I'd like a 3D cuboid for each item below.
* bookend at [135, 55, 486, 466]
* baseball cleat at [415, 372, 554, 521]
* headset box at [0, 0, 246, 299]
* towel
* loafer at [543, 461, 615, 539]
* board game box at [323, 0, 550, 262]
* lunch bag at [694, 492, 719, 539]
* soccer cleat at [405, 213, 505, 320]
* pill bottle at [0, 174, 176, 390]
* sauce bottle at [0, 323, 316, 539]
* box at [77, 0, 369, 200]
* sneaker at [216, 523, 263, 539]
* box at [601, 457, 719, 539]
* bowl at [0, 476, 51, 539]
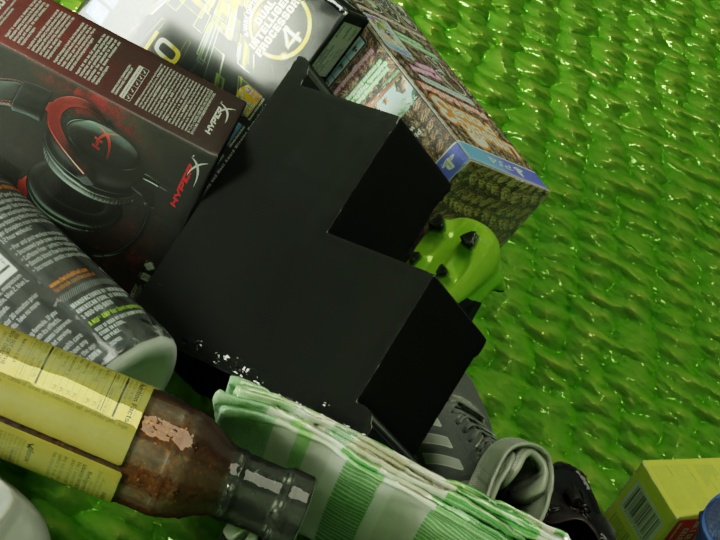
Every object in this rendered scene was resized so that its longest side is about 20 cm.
[{"bbox_3d":[0.000,0.000,1.055,0.198,0.201,0.092,20,-18,38],"label":"bookend"},{"bbox_3d":[0.077,0.117,1.109,0.069,0.106,0.201,28,36,-26],"label":"baseball cleat"},{"bbox_3d":[-0.193,-0.078,1.119,0.199,0.149,0.075,28,34,-5],"label":"headset box"},{"bbox_3d":[0.007,0.133,0.975,0.199,0.153,0.023,26,61,5],"label":"towel"},{"bbox_3d":[0.131,0.182,1.104,0.072,0.063,0.200,24,34,-8],"label":"loafer"},{"bbox_3d":[0.002,-0.073,1.232,0.097,0.160,0.200,16,33,-50],"label":"board game box"},{"bbox_3d":[0.282,0.233,1.089,0.135,0.133,0.201,-12,46,-19],"label":"lunch bag"},{"bbox_3d":[0.020,0.053,1.131,0.200,0.081,0.067,-45,50,-12],"label":"soccer cleat"},{"bbox_3d":[-0.206,0.014,1.028,0.200,0.107,0.106,42,36,17],"label":"pill bottle"},{"bbox_3d":[-0.121,0.088,0.923,0.199,0.066,0.066,25,34,-6],"label":"sauce bottle"},{"bbox_3d":[-0.114,-0.138,1.211,0.161,0.200,0.049,42,15,17],"label":"box"},{"bbox_3d":[-0.042,0.211,0.918,0.200,0.090,0.067,49,-4,44],"label":"sneaker"},{"bbox_3d":[0.254,0.165,1.210,0.199,0.075,0.050,4,42,-35],"label":"box"},{"bbox_3d":[-0.253,0.134,0.871,0.199,0.075,0.200,33,35,2],"label":"bowl"}]
